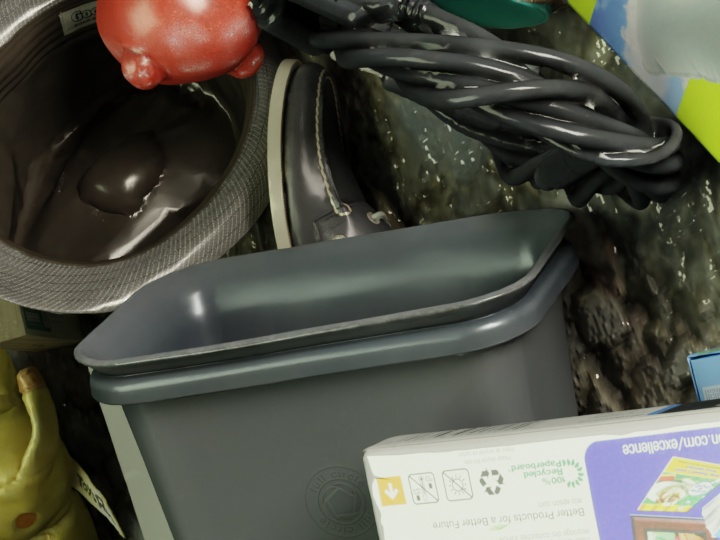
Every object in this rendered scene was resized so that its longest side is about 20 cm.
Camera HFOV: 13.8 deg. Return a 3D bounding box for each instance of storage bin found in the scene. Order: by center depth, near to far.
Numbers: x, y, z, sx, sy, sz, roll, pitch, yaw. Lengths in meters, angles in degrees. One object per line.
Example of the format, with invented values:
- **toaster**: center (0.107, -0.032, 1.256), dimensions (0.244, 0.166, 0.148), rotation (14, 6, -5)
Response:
- **storage bin**: center (0.003, 0.064, 1.250), dimensions (0.199, 0.146, 0.135), rotation (-9, 106, 20)

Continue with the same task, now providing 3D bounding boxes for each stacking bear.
- **stacking bear**: center (-0.092, -0.183, 1.353), dimensions (0.114, 0.121, 0.201), rotation (-7, 93, 50)

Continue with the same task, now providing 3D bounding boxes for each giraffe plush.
- **giraffe plush**: center (-0.235, 0.131, 1.588), dimensions (0.200, 0.162, 0.173), rotation (30, 144, 62)

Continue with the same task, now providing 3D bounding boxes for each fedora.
- **fedora**: center (-0.122, -0.047, 1.412), dimensions (0.177, 0.200, 0.090), rotation (24, 154, 14)

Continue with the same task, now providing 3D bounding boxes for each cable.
- **cable**: center (0.049, -0.065, 1.167), dimensions (0.200, 0.163, 0.051), rotation (26, 81, 43)

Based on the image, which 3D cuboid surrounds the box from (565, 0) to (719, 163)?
- **box**: center (0.128, -0.132, 1.113), dimensions (0.200, 0.048, 0.122), rotation (50, 138, 34)

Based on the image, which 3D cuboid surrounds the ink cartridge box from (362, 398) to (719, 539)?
- **ink cartridge box**: center (0.108, 0.151, 1.110), dimensions (0.198, 0.043, 0.201), rotation (-8, 94, 31)

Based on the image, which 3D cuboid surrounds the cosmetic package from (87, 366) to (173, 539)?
- **cosmetic package**: center (-0.051, 0.107, 1.427), dimensions (0.107, 0.090, 0.201), rotation (-30, 73, 56)

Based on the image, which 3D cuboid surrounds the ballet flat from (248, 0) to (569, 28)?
- **ballet flat**: center (0.017, -0.137, 1.264), dimensions (0.200, 0.072, 0.072), rotation (2, 102, 56)

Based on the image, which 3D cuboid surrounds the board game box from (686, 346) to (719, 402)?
- **board game box**: center (0.209, 0.089, 1.076), dimensions (0.200, 0.037, 0.152), rotation (-15, 89, 58)

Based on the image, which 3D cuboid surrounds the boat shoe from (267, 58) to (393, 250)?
- **boat shoe**: center (0.000, 0.000, 1.357), dimensions (0.063, 0.073, 0.201), rotation (-8, 88, 14)

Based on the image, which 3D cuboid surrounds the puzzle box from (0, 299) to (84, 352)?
- **puzzle box**: center (-0.183, -0.026, 1.531), dimensions (0.200, 0.025, 0.133), rotation (44, -148, -86)
